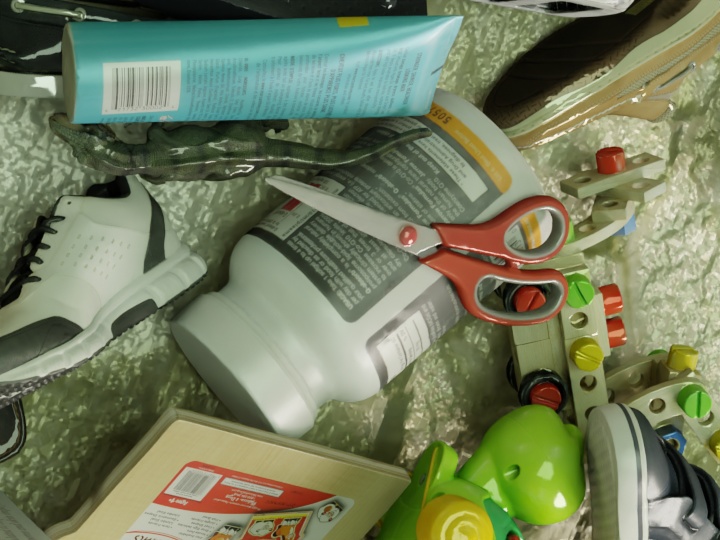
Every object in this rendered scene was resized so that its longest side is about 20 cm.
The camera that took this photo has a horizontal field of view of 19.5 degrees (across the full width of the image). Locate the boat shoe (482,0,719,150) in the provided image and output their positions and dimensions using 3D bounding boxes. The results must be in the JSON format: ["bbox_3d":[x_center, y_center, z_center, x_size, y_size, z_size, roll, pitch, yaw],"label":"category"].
[{"bbox_3d":[0.164,-0.118,1.241,0.200,0.072,0.076,-34,121,-16],"label":"boat shoe"}]

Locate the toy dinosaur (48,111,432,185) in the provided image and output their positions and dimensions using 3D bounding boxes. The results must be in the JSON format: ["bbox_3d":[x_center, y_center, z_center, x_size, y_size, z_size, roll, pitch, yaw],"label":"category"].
[{"bbox_3d":[-0.070,-0.069,1.124,0.200,0.088,0.047,-3,104,-15],"label":"toy dinosaur"}]

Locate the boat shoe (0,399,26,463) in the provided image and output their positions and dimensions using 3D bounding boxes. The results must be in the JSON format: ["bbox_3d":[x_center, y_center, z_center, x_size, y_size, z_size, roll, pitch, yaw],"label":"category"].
[{"bbox_3d":[-0.232,0.021,1.080,0.074,0.073,0.200,-33,109,-16],"label":"boat shoe"}]

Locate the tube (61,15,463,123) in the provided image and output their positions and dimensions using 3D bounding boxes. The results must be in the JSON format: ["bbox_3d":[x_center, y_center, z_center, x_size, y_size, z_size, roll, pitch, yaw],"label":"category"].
[{"bbox_3d":[-0.051,-0.103,1.072,0.200,0.077,0.050,-2,60,-15],"label":"tube"}]

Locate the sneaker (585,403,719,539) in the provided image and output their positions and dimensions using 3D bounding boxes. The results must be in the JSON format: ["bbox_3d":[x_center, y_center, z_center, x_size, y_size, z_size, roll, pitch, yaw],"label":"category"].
[{"bbox_3d":[0.173,0.136,1.198,0.079,0.078,0.200,-12,143,-1],"label":"sneaker"}]

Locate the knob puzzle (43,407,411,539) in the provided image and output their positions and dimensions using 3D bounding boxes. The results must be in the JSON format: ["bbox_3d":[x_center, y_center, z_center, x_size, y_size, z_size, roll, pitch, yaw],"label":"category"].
[{"bbox_3d":[-0.096,0.156,1.146,0.220,0.030,0.220,-17,139,-15],"label":"knob puzzle"}]

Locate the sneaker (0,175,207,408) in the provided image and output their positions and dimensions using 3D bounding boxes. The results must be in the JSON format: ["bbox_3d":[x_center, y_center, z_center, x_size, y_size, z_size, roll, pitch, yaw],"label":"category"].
[{"bbox_3d":[-0.159,0.010,1.081,0.080,0.074,0.200,61,31,-8],"label":"sneaker"}]

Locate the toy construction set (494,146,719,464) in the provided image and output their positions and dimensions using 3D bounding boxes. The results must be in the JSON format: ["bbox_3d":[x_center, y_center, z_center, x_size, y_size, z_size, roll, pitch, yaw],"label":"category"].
[{"bbox_3d":[0.148,0.030,1.238,0.131,0.092,0.200,-13,97,-5],"label":"toy construction set"}]

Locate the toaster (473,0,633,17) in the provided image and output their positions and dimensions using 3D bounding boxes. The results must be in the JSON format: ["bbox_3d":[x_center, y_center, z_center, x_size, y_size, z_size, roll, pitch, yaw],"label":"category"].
[{"bbox_3d":[0.101,-0.208,1.126,0.114,0.200,0.129,8,93,-14],"label":"toaster"}]

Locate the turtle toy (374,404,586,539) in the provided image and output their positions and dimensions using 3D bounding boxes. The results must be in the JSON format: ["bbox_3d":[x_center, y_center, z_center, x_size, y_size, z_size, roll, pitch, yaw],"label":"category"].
[{"bbox_3d":[0.057,0.164,1.183,0.101,0.146,0.200,26,86,-16],"label":"turtle toy"}]

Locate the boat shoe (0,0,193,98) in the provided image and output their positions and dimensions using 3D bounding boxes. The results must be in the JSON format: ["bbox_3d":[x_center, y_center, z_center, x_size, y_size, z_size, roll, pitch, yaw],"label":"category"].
[{"bbox_3d":[-0.104,-0.125,1.117,0.200,0.076,0.060,-4,104,-24],"label":"boat shoe"}]

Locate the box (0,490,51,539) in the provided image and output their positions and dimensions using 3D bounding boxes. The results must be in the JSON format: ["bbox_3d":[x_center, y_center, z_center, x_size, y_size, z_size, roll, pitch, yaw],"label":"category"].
[{"bbox_3d":[-0.252,0.191,1.026,0.200,0.199,0.131,1,98,-24],"label":"box"}]

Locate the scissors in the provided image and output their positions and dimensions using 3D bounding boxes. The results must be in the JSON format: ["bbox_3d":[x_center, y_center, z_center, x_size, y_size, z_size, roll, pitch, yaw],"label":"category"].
[{"bbox_3d":[0.032,-0.009,1.093,0.200,0.014,0.073,3,105,-33],"label":"scissors"}]

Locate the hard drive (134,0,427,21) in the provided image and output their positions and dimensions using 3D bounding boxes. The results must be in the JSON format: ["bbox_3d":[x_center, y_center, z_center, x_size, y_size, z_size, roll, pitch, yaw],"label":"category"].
[{"bbox_3d":[-0.059,-0.181,1.113,0.200,0.042,0.135,14,56,-26],"label":"hard drive"}]

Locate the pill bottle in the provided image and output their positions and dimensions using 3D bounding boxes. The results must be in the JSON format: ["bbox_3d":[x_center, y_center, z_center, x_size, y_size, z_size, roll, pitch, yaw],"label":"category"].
[{"bbox_3d":[0.000,0.000,1.156,0.200,0.116,0.116,-40,111,-14],"label":"pill bottle"}]
